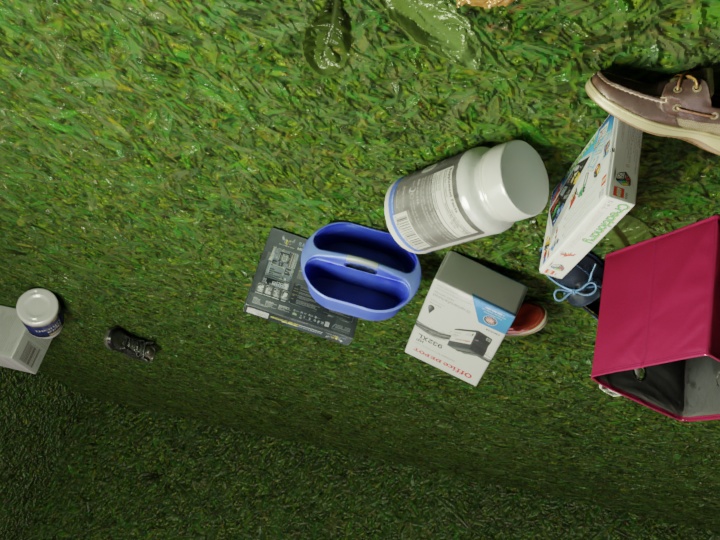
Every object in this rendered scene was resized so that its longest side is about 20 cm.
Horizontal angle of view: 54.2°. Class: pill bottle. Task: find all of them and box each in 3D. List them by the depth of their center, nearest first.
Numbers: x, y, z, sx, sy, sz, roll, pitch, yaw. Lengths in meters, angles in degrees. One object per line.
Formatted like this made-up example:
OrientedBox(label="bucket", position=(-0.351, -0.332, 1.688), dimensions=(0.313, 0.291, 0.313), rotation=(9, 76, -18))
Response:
OrientedBox(label="pill bottle", position=(0.135, -0.094, 0.915), dimensions=(0.114, 0.114, 0.200), rotation=(32, 151, -31))
OrientedBox(label="pill bottle", position=(-0.923, 0.133, 2.045), dimensions=(0.111, 0.111, 0.200), rotation=(19, 156, -7))

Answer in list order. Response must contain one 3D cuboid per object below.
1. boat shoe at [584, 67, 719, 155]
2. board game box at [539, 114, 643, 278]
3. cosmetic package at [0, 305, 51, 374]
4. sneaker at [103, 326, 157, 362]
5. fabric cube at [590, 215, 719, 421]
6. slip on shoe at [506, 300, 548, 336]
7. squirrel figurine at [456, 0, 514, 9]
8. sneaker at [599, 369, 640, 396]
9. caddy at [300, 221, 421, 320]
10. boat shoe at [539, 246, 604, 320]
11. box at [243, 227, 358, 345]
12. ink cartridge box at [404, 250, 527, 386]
OrientedBox(label="boat shoe", position=(0.331, -0.171, 0.707), dimensions=(0.200, 0.072, 0.072), rotation=(24, 126, 8))
OrientedBox(label="board game box", position=(0.270, -0.087, 0.833), dimensions=(0.035, 0.126, 0.200), rotation=(16, 156, 0))
OrientedBox(label="cosmetic package", position=(-1.155, 0.221, 2.307), dimensions=(0.200, 0.165, 0.165), rotation=(11, 155, 9))
OrientedBox(label="sneaker", position=(-0.697, 0.227, 2.155), dimensions=(0.114, 0.076, 0.199), rotation=(6, 157, 17))
OrientedBox(label="fabric cube", position=(0.466, 0.077, 0.974), dimensions=(0.196, 0.200, 0.200), rotation=(25, 154, -20))
OrientedBox(label="slip on shoe", position=(0.233, 0.069, 1.258), dimensions=(0.200, 0.074, 0.061), rotation=(11, 153, 22))
OrientedBox(label="squirrel figurine", position=(0.079, -0.297, 0.500), dimensions=(0.187, 0.142, 0.200), rotation=(31, 150, -17))
OrientedBox(label="sneaker", position=(0.471, 0.193, 1.317), dimensions=(0.076, 0.081, 0.200), rotation=(19, 173, 13))
OrientedBox(label="caddy", position=(0.000, 0.000, 1.167), dimensions=(0.200, 0.142, 0.105), rotation=(15, 161, 1))
OrientedBox(label="boat shoe", position=(0.352, 0.025, 1.089), dimensions=(0.200, 0.069, 0.084), rotation=(29, 153, -25))
OrientedBox(label="box", position=(-0.091, 0.028, 1.258), dimensions=(0.200, 0.158, 0.051), rotation=(18, 156, -7))
OrientedBox(label="ink cartridge box", position=(0.175, 0.086, 1.203), dimensions=(0.145, 0.084, 0.200), rotation=(25, 136, 8))
